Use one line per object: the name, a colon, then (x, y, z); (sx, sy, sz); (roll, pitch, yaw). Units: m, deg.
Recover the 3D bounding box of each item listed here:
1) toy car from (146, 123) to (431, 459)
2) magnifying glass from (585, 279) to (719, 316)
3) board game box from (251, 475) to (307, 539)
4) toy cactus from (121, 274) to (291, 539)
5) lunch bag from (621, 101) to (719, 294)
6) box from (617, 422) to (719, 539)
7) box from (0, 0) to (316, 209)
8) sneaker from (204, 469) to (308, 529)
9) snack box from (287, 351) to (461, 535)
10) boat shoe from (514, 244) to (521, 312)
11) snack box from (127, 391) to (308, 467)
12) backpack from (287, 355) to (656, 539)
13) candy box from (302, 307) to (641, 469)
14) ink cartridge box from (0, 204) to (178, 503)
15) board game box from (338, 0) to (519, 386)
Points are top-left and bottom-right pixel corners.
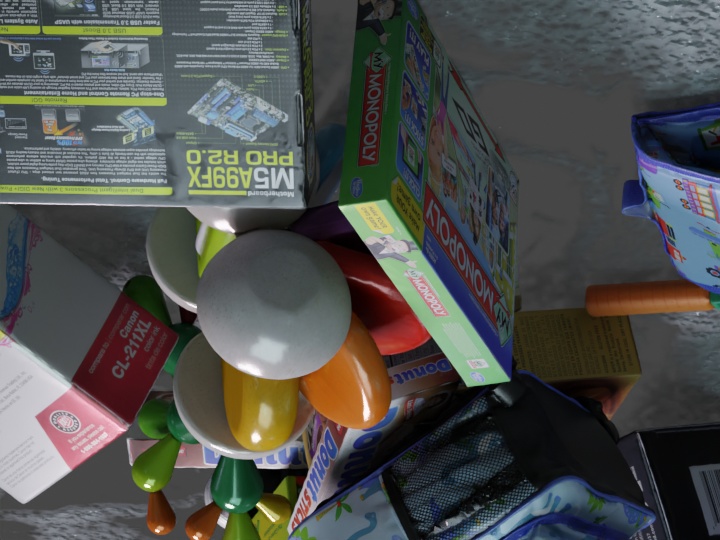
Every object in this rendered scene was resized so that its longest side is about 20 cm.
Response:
toy car: (-0.032, 0.000, 1.280); (0.149, 0.201, 0.175); (-7, 157, -15)
magnifying glass: (0.237, 0.014, 1.414); (0.199, 0.023, 0.080); (-2, 167, 20)
board game box: (-0.033, 0.202, 1.610); (0.101, 0.048, 0.200); (4, 153, -19)
toy cactus: (-0.088, 0.094, 1.460); (0.102, 0.201, 0.165); (-11, 180, -31)
lunch bag: (0.244, -0.031, 1.296); (0.199, 0.095, 0.151); (3, 154, 21)
box: (0.189, 0.187, 1.602); (0.147, 0.105, 0.200); (0, 158, -41)
box: (-0.124, -0.113, 1.150); (0.199, 0.044, 0.161); (1, 115, 6)
sneaker: (-0.004, 0.145, 1.646); (0.199, 0.073, 0.112); (6, 148, -19)
snack box: (0.006, 0.116, 1.427); (0.072, 0.024, 0.200); (-15, 153, -21)
boat shoe: (0.000, 0.000, 1.406); (0.200, 0.064, 0.073); (-2, -177, 21)
snack box: (-0.054, 0.109, 1.571); (0.199, 0.072, 0.024); (0, 114, 8)
backpack: (0.066, 0.172, 1.393); (0.199, 0.147, 0.183); (-33, 154, 16)
candy box: (0.068, 0.077, 1.480); (0.199, 0.057, 0.117); (-3, 152, -14)
ink cartridge box: (-0.235, 0.034, 1.404); (0.200, 0.083, 0.146); (39, 140, -15)
board game box: (0.041, -0.042, 1.242); (0.029, 0.135, 0.200); (-8, 148, 20)
